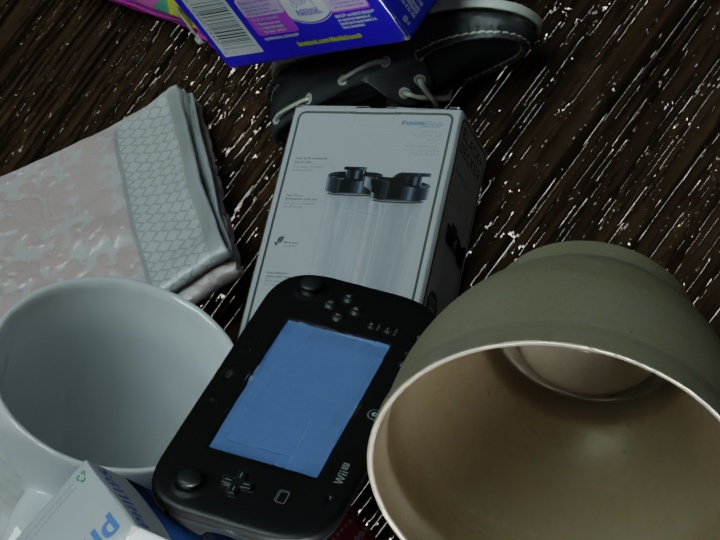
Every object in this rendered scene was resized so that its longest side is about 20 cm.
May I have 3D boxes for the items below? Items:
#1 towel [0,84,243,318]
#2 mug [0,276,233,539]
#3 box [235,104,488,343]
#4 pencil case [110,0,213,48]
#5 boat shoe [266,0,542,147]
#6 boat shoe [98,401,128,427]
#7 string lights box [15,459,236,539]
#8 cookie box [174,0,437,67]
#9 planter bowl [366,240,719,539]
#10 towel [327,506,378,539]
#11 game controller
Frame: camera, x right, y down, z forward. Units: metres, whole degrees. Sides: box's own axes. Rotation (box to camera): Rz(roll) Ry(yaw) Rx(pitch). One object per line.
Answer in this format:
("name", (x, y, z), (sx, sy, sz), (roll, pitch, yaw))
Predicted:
("towel", (-0.178, -0.022, 1.328), (0.191, 0.032, 0.200), (-28, 41, 8))
("mug", (-0.163, 0.131, 1.153), (0.148, 0.175, 0.200), (23, 43, 5))
("box", (0.000, 0.000, 1.218), (0.117, 0.060, 0.200), (2, 66, 23))
("pencil case", (-0.140, -0.215, 1.408), (0.200, 0.088, 0.088), (28, 83, 39))
("boat shoe", (0.024, -0.122, 1.269), (0.200, 0.074, 0.060), (-9, 63, 31))
("boat shoe", (-0.209, 0.072, 1.321), (0.202, 0.065, 0.074), (18, 77, 36))
("string lights box", (-0.106, 0.185, 1.092), (0.103, 0.200, 0.059), (-48, 50, 5))
("cookie box", (0.001, -0.227, 1.258), (0.171, 0.075, 0.200), (-2, 45, 46))
("planter bowl", (0.114, 0.070, 1.065), (0.200, 0.200, 0.135), (-14, 34, 25))
("towel", (-0.055, 0.190, 1.198), (0.145, 0.022, 0.200), (-48, 50, 5))
("game controller", (-0.032, 0.074, 1.088), (0.104, 0.042, 0.200), (7, 40, 22))
